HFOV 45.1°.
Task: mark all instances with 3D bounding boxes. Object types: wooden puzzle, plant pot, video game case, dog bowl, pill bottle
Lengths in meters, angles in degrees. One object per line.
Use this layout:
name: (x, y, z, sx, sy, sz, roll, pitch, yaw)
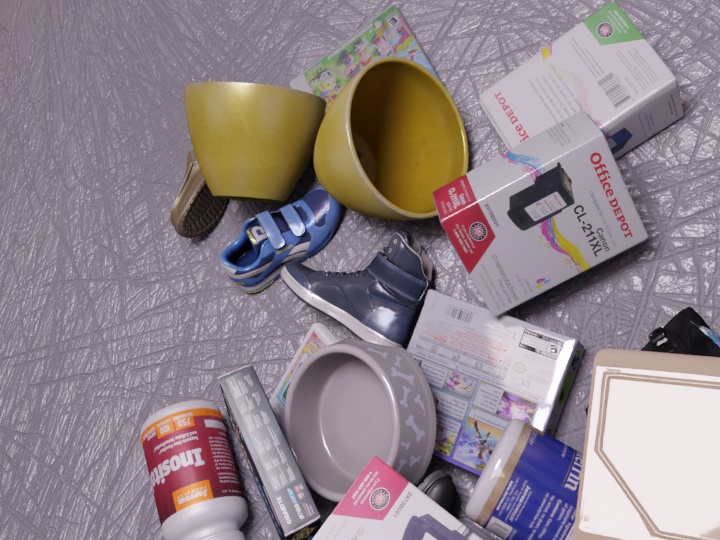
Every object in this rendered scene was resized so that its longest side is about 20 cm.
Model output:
wooden puzzle: (0.297, 0.174, 0.793, 0.183, 0.037, 0.203, 3, 68, 29)
plant pot: (-0.150, -0.170, 1.201, 0.197, 0.199, 0.144, 5, 90, 29)
video game case: (0.006, -0.264, 1.253, 0.199, 0.022, 0.184, -33, 60, 14)
dog bowl: (-0.009, 0.174, 1.003, 0.198, 0.058, 0.204, -4, 83, 39)
video game case: (-0.037, 0.199, 1.077, 0.200, 0.024, 0.183, 44, 114, 33)
plant pot: (0.020, -0.151, 1.116, 0.141, 0.198, 0.203, -16, 62, 50)
video game case: (0.139, 0.139, 1.021, 0.198, 0.045, 0.183, 19, 83, 32)
pill bottle: (0.216, 0.247, 0.876, 0.198, 0.116, 0.117, 28, 86, 12)
pill bottle: (-0.210, 0.280, 1.117, 0.112, 0.113, 0.202, -31, 61, 15)

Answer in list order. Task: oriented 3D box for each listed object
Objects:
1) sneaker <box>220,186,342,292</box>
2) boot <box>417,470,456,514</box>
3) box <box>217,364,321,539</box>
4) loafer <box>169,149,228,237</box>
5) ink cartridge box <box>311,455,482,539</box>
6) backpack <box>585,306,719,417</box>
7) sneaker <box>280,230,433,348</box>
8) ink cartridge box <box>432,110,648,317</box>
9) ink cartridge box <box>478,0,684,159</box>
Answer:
sneaker: (-0.110, -0.049, 1.202, 0.199, 0.082, 0.074, -40, 57, 7)
boot: (0.120, 0.342, 0.942, 0.199, 0.065, 0.167, 33, 101, 39)
box: (-0.105, 0.233, 1.026, 0.045, 0.160, 0.201, -22, 64, -14)
loafer: (-0.232, -0.142, 1.310, 0.067, 0.076, 0.202, 17, 71, 32)
ink cartridge box: (0.047, 0.310, 0.859, 0.199, 0.085, 0.145, 36, 64, 11)
backpack: (0.353, 0.166, 0.854, 0.163, 0.154, 0.200, -46, 38, 0)
sneaker: (0.001, 0.000, 1.119, 0.201, 0.077, 0.148, 31, 99, 23)
ink cartridge box: (0.203, -0.064, 0.985, 0.198, 0.147, 0.083, -28, 24, 12)
ink cartridge box: (0.265, -0.202, 1.055, 0.199, 0.087, 0.147, -33, 59, 12)
